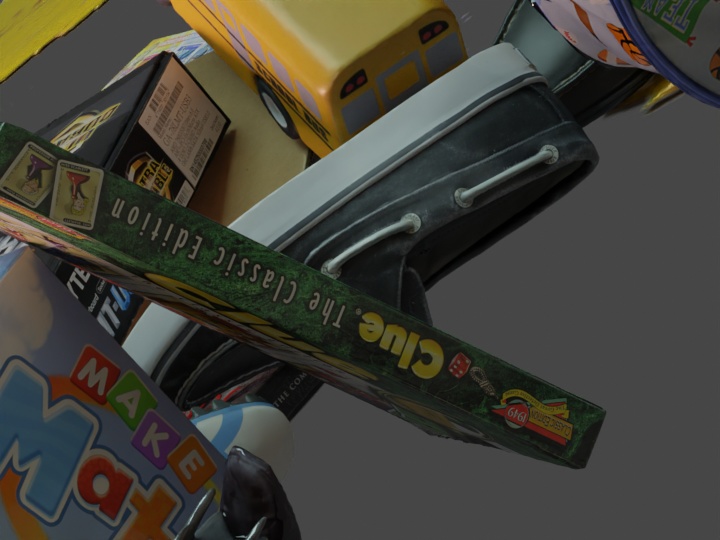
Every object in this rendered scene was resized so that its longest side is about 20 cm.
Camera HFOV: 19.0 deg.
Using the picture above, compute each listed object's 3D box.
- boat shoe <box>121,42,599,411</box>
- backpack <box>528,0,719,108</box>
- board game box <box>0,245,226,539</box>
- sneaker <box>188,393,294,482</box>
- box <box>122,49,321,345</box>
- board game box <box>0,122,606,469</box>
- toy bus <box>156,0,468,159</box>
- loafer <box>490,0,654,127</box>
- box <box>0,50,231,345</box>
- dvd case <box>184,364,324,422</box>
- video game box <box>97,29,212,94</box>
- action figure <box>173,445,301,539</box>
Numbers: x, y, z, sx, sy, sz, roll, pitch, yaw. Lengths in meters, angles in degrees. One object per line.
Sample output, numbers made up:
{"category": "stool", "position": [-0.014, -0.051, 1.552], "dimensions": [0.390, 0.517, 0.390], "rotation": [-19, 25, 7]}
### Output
{"category": "boat shoe", "position": [0.000, 0.000, 0.798], "dimensions": [0.200, 0.068, 0.072], "rotation": [-36, -18, -8]}
{"category": "backpack", "position": [0.135, -0.148, 0.698], "dimensions": [0.191, 0.200, 0.154], "rotation": [-46, 32, -1]}
{"category": "board game box", "position": [-0.108, 0.114, 0.615], "dimensions": [0.037, 0.151, 0.200], "rotation": [-21, 26, 47]}
{"category": "sneaker", "position": [-0.076, 0.113, 0.721], "dimensions": [0.200, 0.072, 0.072], "rotation": [-43, -22, -45]}
{"category": "box", "position": [-0.086, -0.024, 0.942], "dimensions": [0.199, 0.021, 0.164], "rotation": [-21, 45, 38]}
{"category": "board game box", "position": [-0.033, 0.008, 0.639], "dimensions": [0.105, 0.199, 0.024], "rotation": [-1, 65, 66]}
{"category": "toy bus", "position": [-0.036, -0.119, 0.877], "dimensions": [0.065, 0.078, 0.200], "rotation": [-35, 52, -10]}
{"category": "loafer", "position": [0.108, -0.143, 0.844], "dimensions": [0.073, 0.072, 0.200], "rotation": [32, 86, 34]}
{"category": "box", "position": [-0.163, 0.017, 0.889], "dimensions": [0.199, 0.050, 0.199], "rotation": [-26, 25, 33]}
{"category": "dvd case", "position": [-0.067, 0.057, 0.888], "dimensions": [0.200, 0.022, 0.146], "rotation": [-48, 18, -18]}
{"category": "video game box", "position": [-0.149, -0.080, 1.364], "dimensions": [0.182, 0.047, 0.200], "rotation": [-49, 18, -15]}
{"category": "action figure", "position": [-0.069, 0.144, 0.532], "dimensions": [0.200, 0.130, 0.070], "rotation": [-48, -15, -29]}
